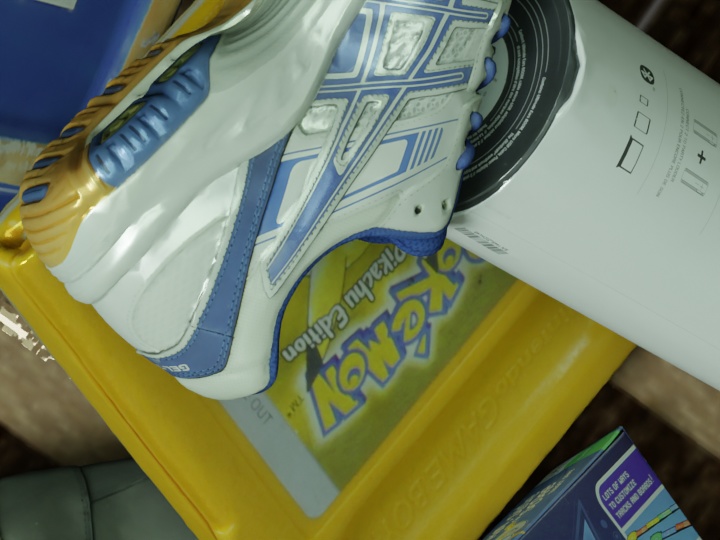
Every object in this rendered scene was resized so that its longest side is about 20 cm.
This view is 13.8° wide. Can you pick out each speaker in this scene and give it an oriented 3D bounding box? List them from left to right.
[{"bbox_3d":[0.092,-0.018,0.881,0.200,0.081,0.082,27,85,-43],"label":"speaker"}]

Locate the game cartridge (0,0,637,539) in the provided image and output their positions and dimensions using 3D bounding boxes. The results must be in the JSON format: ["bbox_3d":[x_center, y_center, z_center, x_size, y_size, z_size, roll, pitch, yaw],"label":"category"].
[{"bbox_3d":[0.000,0.000,0.880,0.176,0.032,0.200,-49,128,-18],"label":"game cartridge"}]

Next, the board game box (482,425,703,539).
[{"bbox_3d":[0.066,0.146,0.879,0.034,0.200,0.136,-35,91,36],"label":"board game box"}]

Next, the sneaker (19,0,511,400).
[{"bbox_3d":[0.003,-0.052,0.793,0.200,0.075,0.088,-44,107,-9],"label":"sneaker"}]

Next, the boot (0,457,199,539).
[{"bbox_3d":[-0.051,0.150,0.927,0.138,0.077,0.201,-17,99,-17],"label":"boot"}]

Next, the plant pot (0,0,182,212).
[{"bbox_3d":[-0.148,-0.126,0.820,0.179,0.200,0.201,31,102,30],"label":"plant pot"}]
